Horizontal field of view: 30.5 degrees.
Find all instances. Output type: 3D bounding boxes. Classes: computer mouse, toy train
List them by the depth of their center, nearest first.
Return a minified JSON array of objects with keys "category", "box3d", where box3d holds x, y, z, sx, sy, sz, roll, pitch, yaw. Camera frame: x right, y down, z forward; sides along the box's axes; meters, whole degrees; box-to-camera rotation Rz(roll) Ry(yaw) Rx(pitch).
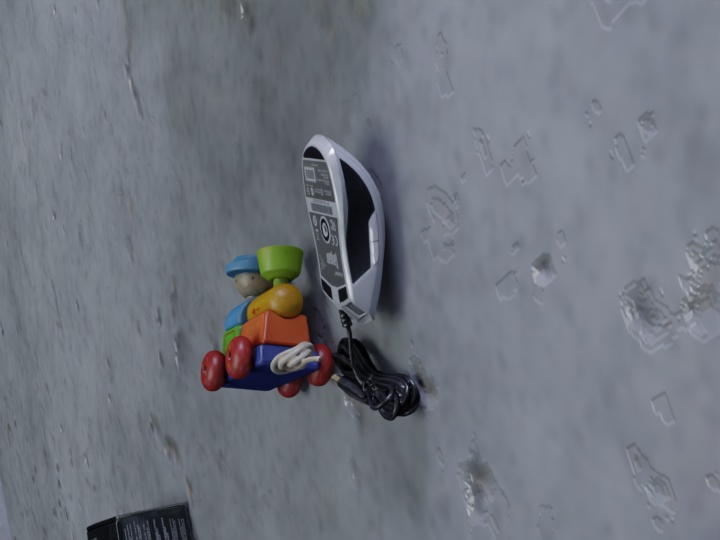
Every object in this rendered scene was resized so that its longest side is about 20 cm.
[{"category":"computer mouse","box3d":[0.000,0.000,0.943,0.110,0.044,0.201,-158,58,-67]},{"category":"toy train","box3d":[-0.062,0.031,1.050,0.200,0.084,0.117,150,123,-63]}]

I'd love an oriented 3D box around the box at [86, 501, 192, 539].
[{"category":"box","box3d":[-0.243,0.379,1.515,0.164,0.086,0.201,-30,69,63]}]
